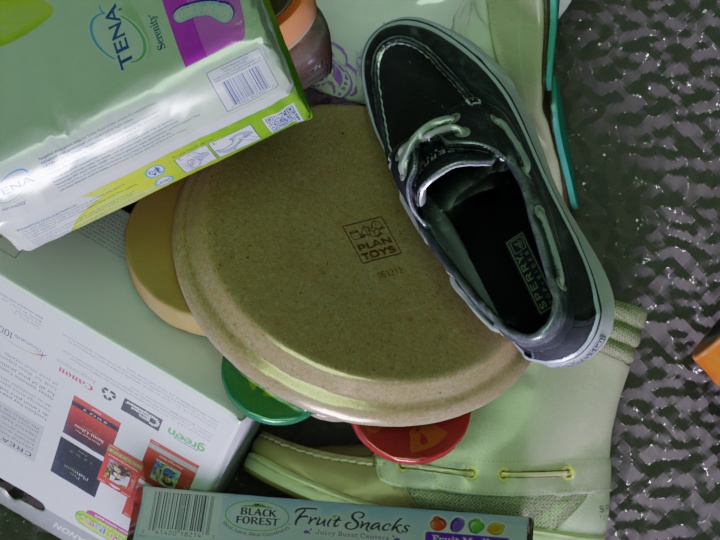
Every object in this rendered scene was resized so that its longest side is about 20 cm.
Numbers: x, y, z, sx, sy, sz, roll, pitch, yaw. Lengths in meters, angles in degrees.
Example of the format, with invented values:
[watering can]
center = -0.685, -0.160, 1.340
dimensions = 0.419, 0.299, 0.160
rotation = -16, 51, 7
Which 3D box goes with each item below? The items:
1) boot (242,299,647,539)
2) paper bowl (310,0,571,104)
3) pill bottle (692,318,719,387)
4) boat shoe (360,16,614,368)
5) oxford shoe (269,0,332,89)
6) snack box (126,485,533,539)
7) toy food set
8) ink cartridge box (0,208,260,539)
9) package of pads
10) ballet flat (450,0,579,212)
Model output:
[boot]
center = 0.047, 0.067, 0.919
dimensions = 0.199, 0.072, 0.156
rotation = 13, 87, -3
[paper bowl]
center = 0.018, -0.195, 0.891
dimensions = 0.199, 0.105, 0.202
rotation = -12, 129, -15
[pill bottle]
center = 0.267, 0.089, 0.895
dimensions = 0.106, 0.106, 0.200
rotation = -45, 87, -2
[boat shoe]
center = 0.048, -0.044, 0.804
dimensions = 0.072, 0.068, 0.201
rotation = -34, 65, 20
[oxford shoe]
center = -0.105, -0.076, 0.834
dimensions = 0.199, 0.073, 0.072
rotation = -23, 53, 6
[snack box]
center = -0.017, 0.178, 0.880
dimensions = 0.198, 0.143, 0.053
rotation = 4, 48, 2
[toy food set]
center = 0.000, 0.000, 0.844
dimensions = 0.199, 0.049, 0.198
rotation = -31, 67, -33
[ink cartridge box]
center = -0.152, 0.052, 0.901
dimensions = 0.199, 0.176, 0.084
rotation = 30, 46, 3
[package of pads]
center = -0.124, -0.122, 0.780
dimensions = 0.154, 0.068, 0.201
rotation = -25, 55, 6
[ballet flat]
center = 0.076, -0.099, 0.884
dimensions = 0.069, 0.070, 0.201
rotation = -10, 130, 1
